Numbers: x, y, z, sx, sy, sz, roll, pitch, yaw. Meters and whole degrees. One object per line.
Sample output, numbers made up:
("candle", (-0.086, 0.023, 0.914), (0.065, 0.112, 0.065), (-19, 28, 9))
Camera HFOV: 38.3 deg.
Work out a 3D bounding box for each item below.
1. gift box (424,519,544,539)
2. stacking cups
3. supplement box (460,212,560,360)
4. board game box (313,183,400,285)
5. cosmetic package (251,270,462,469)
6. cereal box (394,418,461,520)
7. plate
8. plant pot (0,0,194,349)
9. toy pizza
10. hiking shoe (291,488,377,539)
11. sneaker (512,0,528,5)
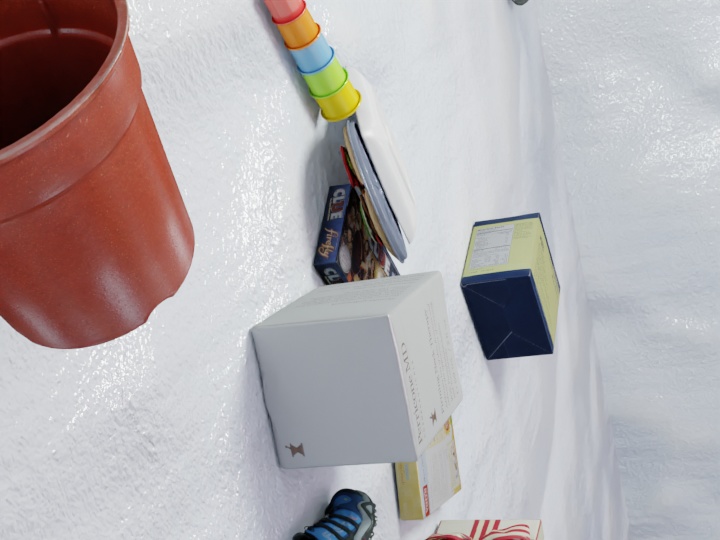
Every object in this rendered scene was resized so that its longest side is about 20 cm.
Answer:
("gift box", (0.192, 0.476, 1.528), (0.200, 0.184, 0.187), (-56, 137, -68))
("stacking cups", (-0.066, -0.273, 1.293), (0.200, 0.060, 0.061), (54, 35, -45))
("supplement box", (0.295, 0.030, 2.006), (0.200, 0.134, 0.200), (-71, 147, -49))
("board game box", (0.000, 0.000, 1.392), (0.200, 0.035, 0.136), (60, 30, -45))
("cosmetic package", (0.003, 0.109, 1.183), (0.200, 0.166, 0.168), (-35, 115, -65))
("cereal box", (0.099, 0.279, 1.550), (0.200, 0.039, 0.144), (-1, 84, -68))
("plate", (0.034, -0.168, 1.458), (0.200, 0.032, 0.200), (-100, 168, -52))
("plant pot", (-0.210, -0.061, 0.680), (0.195, 0.200, 0.201), (71, 22, -48))
("toy pizza", (0.013, -0.100, 1.361), (0.200, 0.032, 0.201), (-21, 90, -83))
("hiking shoe", (-0.031, 0.296, 1.157), (0.200, 0.087, 0.075), (-97, -151, -73))
("sneaker", (0.424, -0.745, 2.681), (0.085, 0.074, 0.200), (59, 31, -47))
